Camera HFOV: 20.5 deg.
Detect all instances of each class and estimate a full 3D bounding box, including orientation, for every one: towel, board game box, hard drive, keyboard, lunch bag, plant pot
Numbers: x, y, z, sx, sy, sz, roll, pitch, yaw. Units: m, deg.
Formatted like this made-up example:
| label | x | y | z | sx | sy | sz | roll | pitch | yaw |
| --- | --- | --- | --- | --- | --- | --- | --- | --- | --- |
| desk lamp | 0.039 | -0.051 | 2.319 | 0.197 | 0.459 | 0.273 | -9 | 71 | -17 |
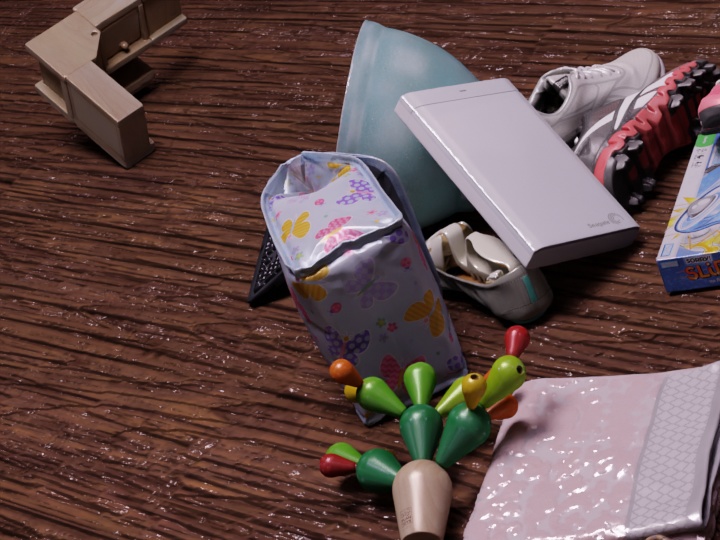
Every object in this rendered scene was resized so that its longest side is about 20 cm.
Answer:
| label | x | y | z | sx | sy | sz | roll | pitch | yaw |
| --- | --- | --- | --- | --- | --- | --- | --- | --- | --- |
| towel | 0.178 | 0.139 | 1.458 | 0.189 | 0.032 | 0.201 | -10 | 30 | 25 |
| board game box | 0.334 | -0.060 | 1.677 | 0.134 | 0.035 | 0.201 | -9 | 31 | 26 |
| hard drive | 0.135 | -0.088 | 1.729 | 0.131 | 0.027 | 0.200 | -12 | 52 | -38 |
| keyboard | -0.069 | -0.053 | 1.943 | 0.104 | 0.040 | 0.201 | -35 | 23 | 23 |
| lunch bag | 0.000 | 0.000 | 1.686 | 0.126 | 0.171 | 0.200 | -27 | 27 | -3 |
| plant pot | 0.054 | -0.123 | 1.865 | 0.133 | 0.202 | 0.201 | 9 | 34 | 5 |

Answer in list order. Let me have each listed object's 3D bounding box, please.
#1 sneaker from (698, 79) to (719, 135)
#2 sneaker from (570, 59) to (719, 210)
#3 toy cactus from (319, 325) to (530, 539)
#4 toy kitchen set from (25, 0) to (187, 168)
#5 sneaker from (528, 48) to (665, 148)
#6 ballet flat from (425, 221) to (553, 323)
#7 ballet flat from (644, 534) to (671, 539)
| label | x | y | z | sx | sy | sz | roll | pitch | yaw |
| --- | --- | --- | --- | --- | --- | --- | --- | --- | --- |
| sneaker | 0.342 | -0.172 | 1.748 | 0.073 | 0.088 | 0.200 | -8 | 8 | 34 |
| sneaker | 0.253 | -0.132 | 1.824 | 0.097 | 0.071 | 0.200 | 11 | 45 | 44 |
| toy cactus | 0.045 | 0.130 | 1.504 | 0.199 | 0.102 | 0.166 | -22 | 45 | 24 |
| toy kitchen set | -0.255 | -0.218 | 2.354 | 0.199 | 0.164 | 0.180 | -37 | 58 | -23 |
| sneaker | 0.216 | -0.164 | 1.903 | 0.200 | 0.082 | 0.075 | -38 | 29 | -28 |
| ballet flat | 0.099 | -0.011 | 1.744 | 0.067 | 0.064 | 0.200 | -33 | 29 | -18 |
| ballet flat | 0.133 | 0.236 | 1.287 | 0.199 | 0.068 | 0.068 | -34 | 29 | -18 |
